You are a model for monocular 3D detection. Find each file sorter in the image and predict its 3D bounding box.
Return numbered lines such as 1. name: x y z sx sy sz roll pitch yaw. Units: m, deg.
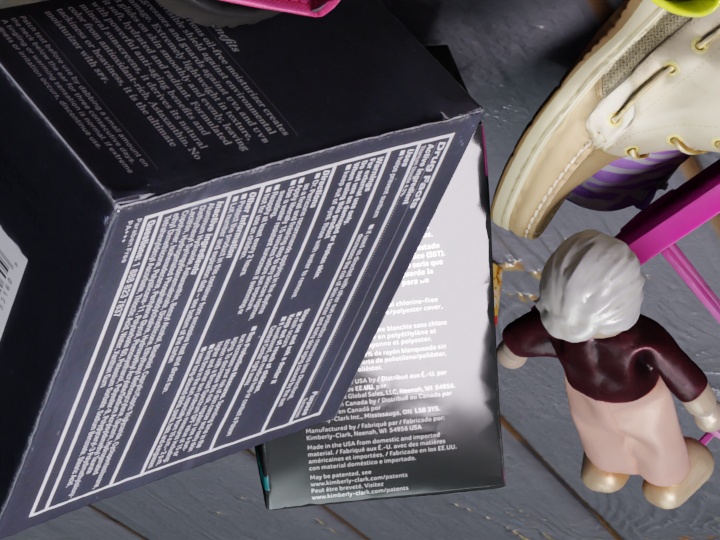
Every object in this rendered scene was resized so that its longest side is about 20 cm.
1. file sorter: 0.220 0.001 1.336 0.125 0.139 0.200 52 134 -1

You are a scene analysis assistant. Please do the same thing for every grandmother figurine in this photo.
1. grandmother figurine: 0.124 0.047 1.253 0.121 0.061 0.200 6 149 16

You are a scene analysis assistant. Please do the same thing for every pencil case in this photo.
1. pencil case: 0.163 -0.088 1.315 0.086 0.084 0.200 45 156 -3

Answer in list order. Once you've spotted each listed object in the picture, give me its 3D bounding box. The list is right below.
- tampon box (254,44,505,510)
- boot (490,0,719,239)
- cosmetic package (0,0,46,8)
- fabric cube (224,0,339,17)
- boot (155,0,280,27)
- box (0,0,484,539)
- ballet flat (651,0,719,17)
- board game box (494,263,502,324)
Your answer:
1. tampon box: 0.000 0.000 1.302 0.126 0.200 0.150 -5 -158 -4
2. boot: 0.171 -0.060 1.188 0.155 0.200 0.073 39 -163 4
3. cosmetic package: -0.114 -0.090 1.110 0.083 0.051 0.200 -26 150 -20
4. fabric cube: -0.068 -0.226 0.818 0.196 0.199 0.200 11 161 -13
5. boot: 0.015 -0.176 1.003 0.211 0.079 0.158 -22 174 -44
6. box: -0.085 -0.015 1.067 0.198 0.123 0.200 -16 144 -40
7. ballet flat: 0.121 -0.150 0.981 0.067 0.067 0.200 -23 163 6
8. board game box: -0.024 -0.006 1.690 0.151 0.046 0.200 -9 156 39
